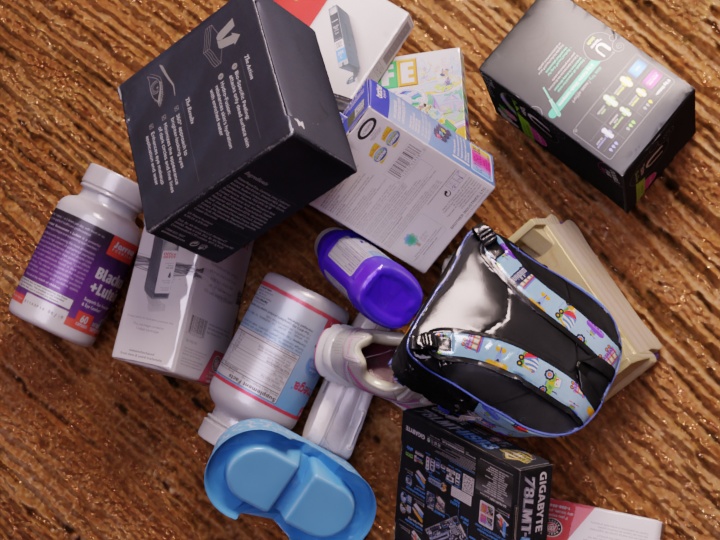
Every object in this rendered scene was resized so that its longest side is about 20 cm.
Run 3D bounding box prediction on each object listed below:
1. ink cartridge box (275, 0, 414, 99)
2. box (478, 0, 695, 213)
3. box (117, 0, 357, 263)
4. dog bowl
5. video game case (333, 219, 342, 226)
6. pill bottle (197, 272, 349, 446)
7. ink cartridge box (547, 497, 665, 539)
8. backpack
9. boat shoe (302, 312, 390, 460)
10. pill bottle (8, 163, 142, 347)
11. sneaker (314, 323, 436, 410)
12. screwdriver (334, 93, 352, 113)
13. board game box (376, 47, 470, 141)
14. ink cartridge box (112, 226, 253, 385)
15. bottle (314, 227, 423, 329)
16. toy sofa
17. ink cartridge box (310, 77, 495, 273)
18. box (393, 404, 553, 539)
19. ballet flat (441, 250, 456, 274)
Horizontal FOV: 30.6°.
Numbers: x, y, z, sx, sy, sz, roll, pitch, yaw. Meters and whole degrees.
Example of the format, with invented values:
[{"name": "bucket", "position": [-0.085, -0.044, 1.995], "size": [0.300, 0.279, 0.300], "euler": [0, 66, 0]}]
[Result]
[{"name": "ink cartridge box", "position": [-0.065, -0.245, 1.499], "size": [0.176, 0.045, 0.201], "euler": [33, 88, 17]}, {"name": "box", "position": [0.249, -0.184, 1.431], "size": [0.200, 0.149, 0.125], "euler": [40, 89, 18]}, {"name": "box", "position": [-0.132, -0.148, 1.370], "size": [0.199, 0.117, 0.198], "euler": [-31, 57, 24]}, {"name": "dog bowl", "position": [-0.077, 0.232, 1.432], "size": [0.199, 0.050, 0.112], "euler": [30, 103, -19]}, {"name": "video game case", "position": [-0.024, -0.186, 1.560], "size": [0.181, 0.045, 0.200], "euler": [-43, 71, 2]}, {"name": "pill bottle", "position": [-0.102, 0.113, 1.484], "size": [0.108, 0.109, 0.201], "euler": [26, 86, 18]}, {"name": "ink cartridge box", "position": [0.227, 0.345, 1.361], "size": [0.146, 0.083, 0.202], "euler": [9, 81, 18]}, {"name": "backpack", "position": [0.152, 0.080, 1.327], "size": [0.199, 0.135, 0.183], "euler": [31, 64, 2]}, {"name": "boat shoe", "position": [0.004, 0.117, 1.481], "size": [0.068, 0.072, 0.201], "euler": [27, 74, -10]}, {"name": "pill bottle", "position": [-0.328, -0.020, 1.571], "size": [0.111, 0.111, 0.201], "euler": [23, 86, 18]}, {"name": "sneaker", "position": [0.053, 0.113, 1.421], "size": [0.199, 0.088, 0.082], "euler": [15, 83, -20]}, {"name": "screwdriver", "position": [-0.090, -0.194, 1.456], "size": [0.199, 0.028, 0.029], "euler": [12, 54, 13]}, {"name": "board game box", "position": [0.023, -0.172, 1.502], "size": [0.198, 0.034, 0.136], "euler": [-7, 76, 13]}, {"name": "ink cartridge box", "position": [-0.198, 0.021, 1.509], "size": [0.084, 0.146, 0.201], "euler": [11, 81, 18]}, {"name": "bottle", "position": [0.000, 0.000, 1.446], "size": [0.083, 0.200, 0.065], "euler": [37, 92, -25]}, {"name": "toy sofa", "position": [0.232, 0.041, 1.434], "size": [0.083, 0.097, 0.201], "euler": [-43, 70, 29]}, {"name": "ink cartridge box", "position": [0.027, -0.109, 1.416], "size": [0.199, 0.077, 0.137], "euler": [30, 118, -18]}, {"name": "box", "position": [0.108, 0.261, 1.341], "size": [0.200, 0.049, 0.200], "euler": [19, 111, 55]}, {"name": "ballet flat", "position": [0.145, 0.063, 1.452], "size": [0.072, 0.072, 0.201], "euler": [-34, 73, 6]}]
